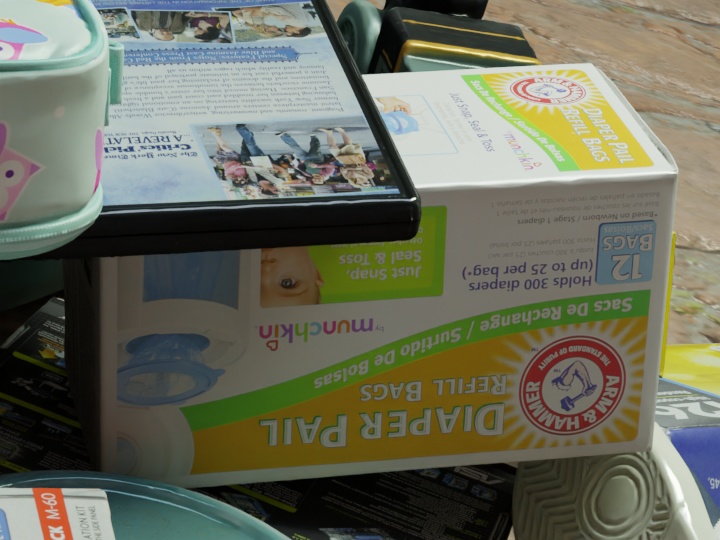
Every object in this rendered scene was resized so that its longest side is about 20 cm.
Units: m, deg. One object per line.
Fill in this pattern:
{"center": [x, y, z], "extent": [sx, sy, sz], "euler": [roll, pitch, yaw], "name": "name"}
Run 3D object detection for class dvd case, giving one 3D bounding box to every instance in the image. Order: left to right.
{"center": [-0.070, -0.060, 0.955], "extent": [0.142, 0.018, 0.200], "euler": [-2, 30, -12], "name": "dvd case"}

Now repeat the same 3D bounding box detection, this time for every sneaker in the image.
{"center": [0.126, 0.129, 1.014], "extent": [0.084, 0.075, 0.200], "euler": [24, 28, -48], "name": "sneaker"}

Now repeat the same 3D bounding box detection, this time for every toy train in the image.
{"center": [0.015, -0.020, 1.128], "extent": [0.085, 0.201, 0.114], "euler": [9, 29, -19], "name": "toy train"}

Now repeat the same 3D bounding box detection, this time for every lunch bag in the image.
{"center": [-0.160, -0.068, 0.862], "extent": [0.160, 0.077, 0.200], "euler": [-1, 30, -22], "name": "lunch bag"}

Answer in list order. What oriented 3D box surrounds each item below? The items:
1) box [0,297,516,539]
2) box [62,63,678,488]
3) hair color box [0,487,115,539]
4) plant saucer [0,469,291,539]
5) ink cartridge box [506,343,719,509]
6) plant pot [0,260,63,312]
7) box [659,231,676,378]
{"center": [-0.051, 0.085, 1.020], "extent": [0.199, 0.044, 0.160], "euler": [21, 21, 6], "name": "box"}
{"center": [0.000, 0.000, 0.994], "extent": [0.199, 0.113, 0.101], "euler": [-4, 26, -12], "name": "box"}
{"center": [-0.160, 0.114, 0.762], "extent": [0.199, 0.064, 0.111], "euler": [1, 36, -18], "name": "hair color box"}
{"center": [-0.075, 0.122, 0.863], "extent": [0.199, 0.028, 0.201], "euler": [12, 34, -8], "name": "plant saucer"}
{"center": [0.160, 0.070, 1.176], "extent": [0.197, 0.047, 0.200], "euler": [2, 8, -40], "name": "ink cartridge box"}
{"center": [-0.155, -0.065, 1.129], "extent": [0.200, 0.201, 0.196], "euler": [27, 30, 21], "name": "plant pot"}
{"center": [0.053, -0.005, 1.233], "extent": [0.070, 0.065, 0.200], "euler": [2, 9, -27], "name": "box"}
